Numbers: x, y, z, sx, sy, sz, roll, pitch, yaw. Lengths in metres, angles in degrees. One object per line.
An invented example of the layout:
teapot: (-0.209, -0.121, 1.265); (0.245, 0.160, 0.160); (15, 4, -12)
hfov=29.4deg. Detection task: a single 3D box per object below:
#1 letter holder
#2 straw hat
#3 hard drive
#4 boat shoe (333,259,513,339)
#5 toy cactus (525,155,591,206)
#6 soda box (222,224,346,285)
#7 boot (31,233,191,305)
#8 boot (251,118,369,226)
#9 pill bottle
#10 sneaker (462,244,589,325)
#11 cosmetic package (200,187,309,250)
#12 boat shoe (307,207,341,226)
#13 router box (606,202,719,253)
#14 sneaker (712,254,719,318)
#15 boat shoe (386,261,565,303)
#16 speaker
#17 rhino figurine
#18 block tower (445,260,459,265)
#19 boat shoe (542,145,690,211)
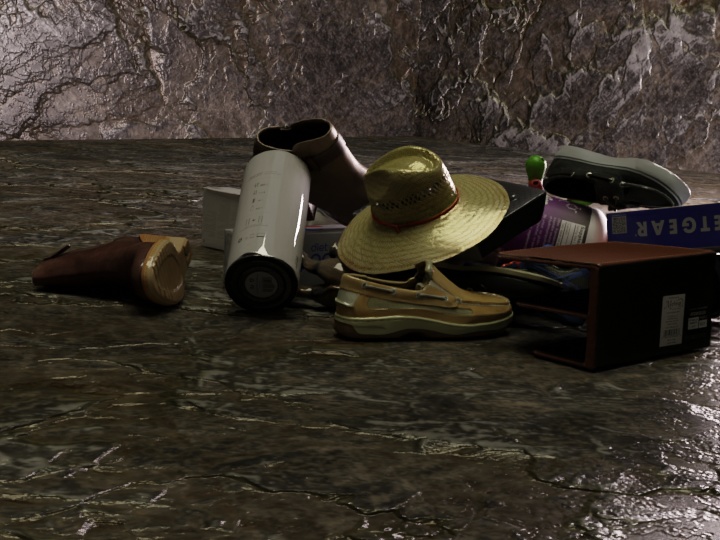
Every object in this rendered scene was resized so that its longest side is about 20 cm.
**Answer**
letter holder: (0.242, 0.028, 1.387); (0.199, 0.101, 0.142); (-6, 11, -43)
straw hat: (0.054, -0.086, 1.474); (0.200, 0.085, 0.201); (-18, 30, 11)
hard drive: (0.101, -0.062, 1.545); (0.135, 0.043, 0.200); (-31, 28, -32)
boat shoe: (0.070, 0.027, 1.396); (0.199, 0.077, 0.072); (-2, 10, -28)
toy cactus: (0.247, -0.044, 1.745); (0.165, 0.200, 0.102); (-40, 36, -9)
soda box: (-0.064, -0.017, 1.640); (0.199, 0.069, 0.063); (-4, 12, -34)
boot: (-0.277, 0.006, 1.502); (0.165, 0.073, 0.200); (-9, 10, 3)
boot: (-0.028, -0.120, 1.621); (0.199, 0.147, 0.071); (-8, 52, 5)
pill bottle: (0.219, -0.034, 1.648); (0.199, 0.113, 0.112); (15, 10, 3)
sneaker: (0.200, 0.007, 1.552); (0.199, 0.079, 0.075); (11, 12, 38)
cosmetic package: (-0.132, -0.060, 1.834); (0.199, 0.083, 0.050); (13, 11, 43)
boat shoe: (-0.011, -0.038, 1.781); (0.072, 0.066, 0.200); (33, 1, 24)
router box: (0.412, -0.047, 1.560); (0.199, 0.049, 0.179); (-4, -3, 42)
sneaker: (0.401, 0.016, 1.569); (0.079, 0.079, 0.200); (0, 7, 17)
boat shoe: (0.123, 0.023, 1.496); (0.200, 0.063, 0.074); (6, -7, 20)
speaker: (-0.100, -0.048, 1.512); (0.081, 0.082, 0.200); (3, 38, 0)
rhino figurine: (0.000, 0.000, 1.566); (0.087, 0.060, 0.200); (11, 16, 29)
block tower: (0.079, -0.009, 1.680); (0.054, 0.058, 0.200); (1, 11, -8)
boat shoe: (0.298, -0.097, 1.616); (0.200, 0.057, 0.069); (21, -19, 49)
